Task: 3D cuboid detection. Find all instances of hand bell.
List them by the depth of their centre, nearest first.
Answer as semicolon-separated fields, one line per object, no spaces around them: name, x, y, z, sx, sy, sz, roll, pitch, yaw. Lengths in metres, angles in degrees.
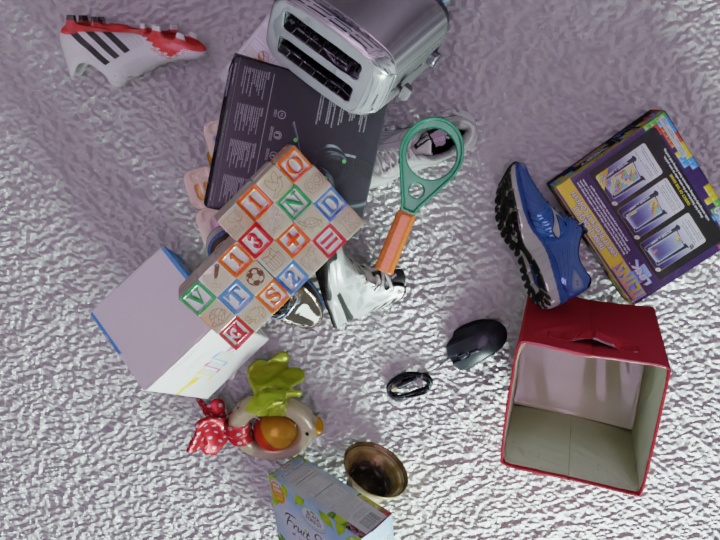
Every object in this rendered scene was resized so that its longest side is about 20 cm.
hand bell;-0.014;0.371;0.984;0.103;0.104;0.201;24;117;-2

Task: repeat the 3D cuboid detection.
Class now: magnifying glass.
magnifying glass;0.066;-0.091;0.794;0.079;0.022;0.201;22;95;-1

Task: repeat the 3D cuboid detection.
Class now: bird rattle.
bird rattle;-0.148;0.229;0.941;0.200;0.113;0.163;-42;114;15

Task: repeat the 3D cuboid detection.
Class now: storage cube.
storage cube;0.281;0.146;0.823;0.170;0.180;0.202;9;113;16

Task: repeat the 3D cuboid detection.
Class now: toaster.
toaster;-0.012;-0.266;0.693;0.199;0.114;0.129;37;60;-1

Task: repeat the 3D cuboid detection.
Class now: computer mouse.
computer mouse;0.124;0.135;0.930;0.199;0.034;0.059;-35;100;11

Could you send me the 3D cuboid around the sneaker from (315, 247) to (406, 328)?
sneaker;0.000;0.000;0.846;0.115;0.201;0.076;-20;62;-6

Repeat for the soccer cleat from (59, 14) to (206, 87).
soccer cleat;-0.296;-0.282;0.839;0.198;0.069;0.086;9;113;5

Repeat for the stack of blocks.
stack of blocks;-0.108;-0.027;0.703;0.200;0.059;0.115;-45;109;-2

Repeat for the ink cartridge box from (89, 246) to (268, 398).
ink cartridge box;-0.226;0.078;0.849;0.125;0.200;0.129;-43;73;-2

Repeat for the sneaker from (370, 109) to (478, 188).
sneaker;0.058;-0.157;0.838;0.199;0.081;0.076;-21;104;10

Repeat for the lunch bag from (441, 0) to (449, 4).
lunch bag;0.038;-0.393;0.762;0.200;0.082;0.161;41;80;-8

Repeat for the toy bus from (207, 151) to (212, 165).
toy bus;-0.153;-0.071;0.872;0.065;0.078;0.202;-14;103;7

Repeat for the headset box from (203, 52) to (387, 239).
headset box;-0.074;-0.142;0.772;0.198;0.093;0.176;10;96;-16

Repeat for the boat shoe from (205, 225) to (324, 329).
boat shoe;-0.114;0.027;0.806;0.072;0.072;0.200;-45;127;8

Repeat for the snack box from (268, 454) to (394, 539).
snack box;-0.040;0.385;0.921;0.199;0.067;0.170;16;119;42

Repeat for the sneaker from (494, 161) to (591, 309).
sneaker;0.239;-0.052;0.836;0.088;0.079;0.201;-14;73;-11

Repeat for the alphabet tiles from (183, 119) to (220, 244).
alphabet tiles;-0.118;-0.105;0.823;0.199;0.015;0.197;-19;103;-12

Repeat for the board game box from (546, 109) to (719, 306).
board game box;0.373;-0.081;0.849;0.165;0.057;0.201;-34;100;13

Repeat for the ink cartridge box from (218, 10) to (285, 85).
ink cartridge box;-0.061;-0.272;0.839;0.162;0.050;0.200;44;109;-8
